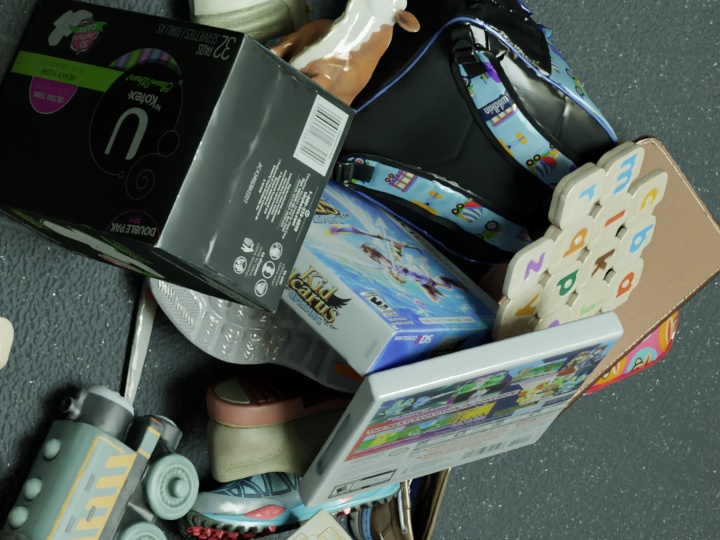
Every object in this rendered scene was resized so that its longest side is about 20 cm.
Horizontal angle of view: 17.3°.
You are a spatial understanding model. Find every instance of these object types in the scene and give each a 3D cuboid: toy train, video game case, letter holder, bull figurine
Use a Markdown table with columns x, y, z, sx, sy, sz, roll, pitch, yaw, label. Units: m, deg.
| x | y | z | sx | sy | sz | roll | pitch | yaw | label |
| --- | --- | --- | --- | --- | --- | --- | --- | --- | --- |
| -0.192 | 0.178 | 1.623 | 0.114 | 0.085 | 0.201 | 39 | 66 | -36 | toy train |
| 0.068 | 0.099 | 1.669 | 0.199 | 0.023 | 0.182 | -13 | 156 | -25 | video game case |
| 0.168 | -0.010 | 1.859 | 0.200 | 0.101 | 0.142 | -41 | 115 | -4 | letter holder |
| -0.043 | -0.132 | 1.643 | 0.121 | 0.065 | 0.200 | -20 | 158 | -39 | bull figurine |
| 0.000 | 0.000 | 1.677 | 0.046 | 0.181 | 0.200 | -56 | 156 | 17 | video game case |

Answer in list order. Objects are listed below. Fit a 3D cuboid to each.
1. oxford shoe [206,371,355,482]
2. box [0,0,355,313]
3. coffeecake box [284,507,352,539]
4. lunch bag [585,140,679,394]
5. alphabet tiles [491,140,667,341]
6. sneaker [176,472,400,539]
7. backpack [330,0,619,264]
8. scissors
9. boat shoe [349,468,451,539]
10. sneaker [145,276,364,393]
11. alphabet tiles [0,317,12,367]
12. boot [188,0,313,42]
| x | y | z | sx | sy | sz | roll | pitch | yaw | label |
| --- | --- | --- | --- | --- | --- | --- | --- | --- | --- |
| -0.026 | 0.113 | 1.731 | 0.199 | 0.070 | 0.075 | -2 | 111 | -27 | oxford shoe |
| -0.132 | -0.077 | 1.528 | 0.124 | 0.199 | 0.149 | 32 | 77 | -48 | box |
| -0.091 | 0.284 | 1.711 | 0.200 | 0.073 | 0.154 | -38 | 168 | -33 | coffeecake box |
| 0.188 | 0.001 | 1.981 | 0.176 | 0.082 | 0.201 | -22 | 117 | -41 | lunch bag |
| 0.155 | 0.002 | 1.728 | 0.195 | 0.015 | 0.201 | -29 | 141 | -42 | alphabet tiles |
| -0.064 | 0.148 | 1.776 | 0.199 | 0.079 | 0.096 | -10 | 84 | -42 | sneaker |
| 0.086 | -0.109 | 1.739 | 0.200 | 0.135 | 0.182 | 34 | 119 | -27 | backpack |
| -0.142 | 0.003 | 1.678 | 0.073 | 0.014 | 0.201 | -14 | 109 | -46 | scissors |
| 0.054 | 0.128 | 1.880 | 0.072 | 0.072 | 0.201 | 9 | 94 | -47 | boat shoe |
| -0.072 | 0.026 | 1.712 | 0.199 | 0.112 | 0.078 | 28 | 97 | -20 | sneaker |
| -0.312 | 0.071 | 1.507 | 0.195 | 0.015 | 0.201 | 16 | 89 | -47 | alphabet tiles |
| -0.056 | -0.252 | 1.658 | 0.200 | 0.072 | 0.155 | -33 | 123 | -31 | boot |
